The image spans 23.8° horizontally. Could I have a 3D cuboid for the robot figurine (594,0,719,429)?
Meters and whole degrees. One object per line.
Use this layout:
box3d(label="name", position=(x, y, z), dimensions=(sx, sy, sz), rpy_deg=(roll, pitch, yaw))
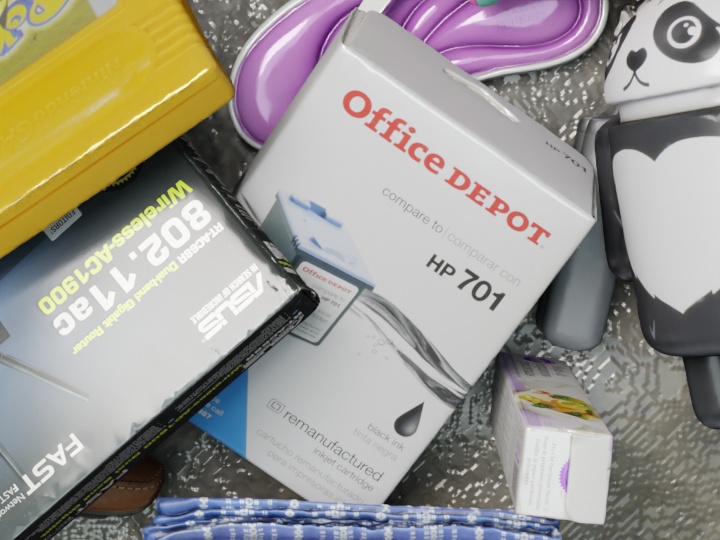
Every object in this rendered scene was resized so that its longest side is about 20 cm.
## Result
box3d(label="robot figurine", position=(0.175, -0.032, 0.761), dimensions=(0.149, 0.125, 0.202), rpy_deg=(-9, 93, 15))

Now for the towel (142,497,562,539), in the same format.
box3d(label="towel", position=(-0.006, 0.157, 0.847), dimensions=(0.198, 0.145, 0.024), rpy_deg=(3, 54, -2))

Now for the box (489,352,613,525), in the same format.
box3d(label="box", position=(0.086, 0.074, 0.800), dimensions=(0.038, 0.200, 0.042), rpy_deg=(7, 95, 0))

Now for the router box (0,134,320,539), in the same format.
box3d(label="router box", position=(-0.140, 0.020, 0.750), dimensions=(0.200, 0.062, 0.150), rpy_deg=(-41, 80, -1))

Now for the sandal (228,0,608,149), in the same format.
box3d(label="sandal", position=(0.027, -0.117, 0.853), dimensions=(0.201, 0.050, 0.083), rpy_deg=(-20, 96, 0))

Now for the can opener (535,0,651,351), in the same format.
box3d(label="can opener", position=(0.142, -0.056, 0.862), dimensions=(0.066, 0.053, 0.202), rpy_deg=(12, 97, -2))

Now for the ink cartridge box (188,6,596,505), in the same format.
box3d(label="ink cartridge box", position=(0.000, 0.000, 0.825), dimensions=(0.146, 0.086, 0.201), rpy_deg=(33, 111, -5))

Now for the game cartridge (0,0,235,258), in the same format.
box3d(label="game cartridge", position=(-0.164, -0.098, 0.737), dimensions=(0.176, 0.032, 0.201), rpy_deg=(-34, 53, 4))

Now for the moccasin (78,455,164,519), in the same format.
box3d(label="moccasin", position=(-0.184, 0.054, 0.857), dimensions=(0.201, 0.074, 0.078), rpy_deg=(34, 102, 5))

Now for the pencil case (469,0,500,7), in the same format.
box3d(label="pencil case", position=(0.138, -0.174, 0.800), dimensions=(0.198, 0.088, 0.089), rpy_deg=(-7, 96, 4))
